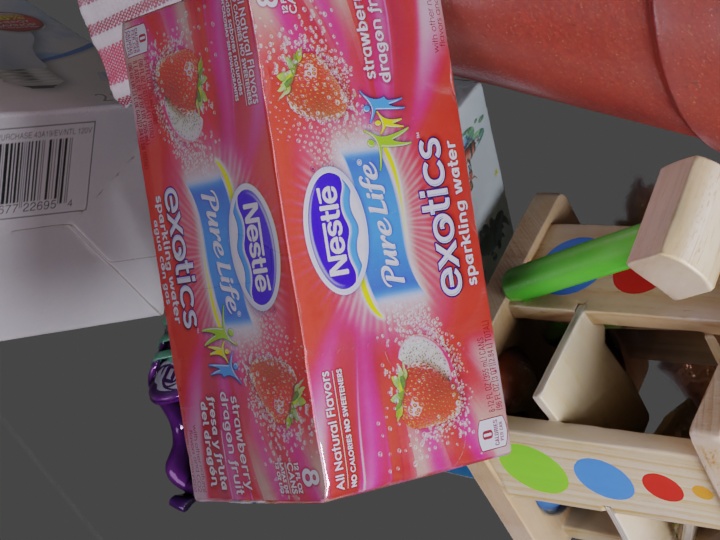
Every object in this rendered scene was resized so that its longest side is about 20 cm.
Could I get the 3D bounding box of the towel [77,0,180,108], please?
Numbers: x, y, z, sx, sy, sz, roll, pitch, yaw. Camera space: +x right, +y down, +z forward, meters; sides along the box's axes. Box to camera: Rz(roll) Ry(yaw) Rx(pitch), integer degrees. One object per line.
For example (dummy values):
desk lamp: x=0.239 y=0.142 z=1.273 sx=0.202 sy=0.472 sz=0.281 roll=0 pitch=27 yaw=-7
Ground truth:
towel: x=-0.087 y=-0.193 z=0.867 sx=0.146 sy=0.030 sz=0.201 roll=-20 pitch=90 yaw=31

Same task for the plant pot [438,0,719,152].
plant pot: x=0.121 y=-0.143 z=0.761 sx=0.194 sy=0.200 sz=0.202 roll=12 pitch=111 yaw=37

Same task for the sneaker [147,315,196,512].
sneaker: x=-0.078 y=0.025 z=0.993 sx=0.074 sy=0.087 sz=0.202 roll=2 pitch=106 yaw=32

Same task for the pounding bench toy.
pounding bench toy: x=0.111 y=0.029 z=0.792 sx=0.155 sy=0.125 sz=0.200 roll=5 pitch=141 yaw=37

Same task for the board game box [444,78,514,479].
board game box: x=0.000 y=0.000 z=0.905 sx=0.147 sy=0.064 sz=0.201 roll=9 pitch=136 yaw=30

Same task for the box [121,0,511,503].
box: x=-0.018 y=-0.013 z=0.749 sx=0.095 sy=0.099 sz=0.202 roll=-8 pitch=91 yaw=52

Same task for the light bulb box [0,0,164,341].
light bulb box: x=-0.227 y=-0.057 z=0.964 sx=0.200 sy=0.197 sz=0.126 roll=34 pitch=122 yaw=44
